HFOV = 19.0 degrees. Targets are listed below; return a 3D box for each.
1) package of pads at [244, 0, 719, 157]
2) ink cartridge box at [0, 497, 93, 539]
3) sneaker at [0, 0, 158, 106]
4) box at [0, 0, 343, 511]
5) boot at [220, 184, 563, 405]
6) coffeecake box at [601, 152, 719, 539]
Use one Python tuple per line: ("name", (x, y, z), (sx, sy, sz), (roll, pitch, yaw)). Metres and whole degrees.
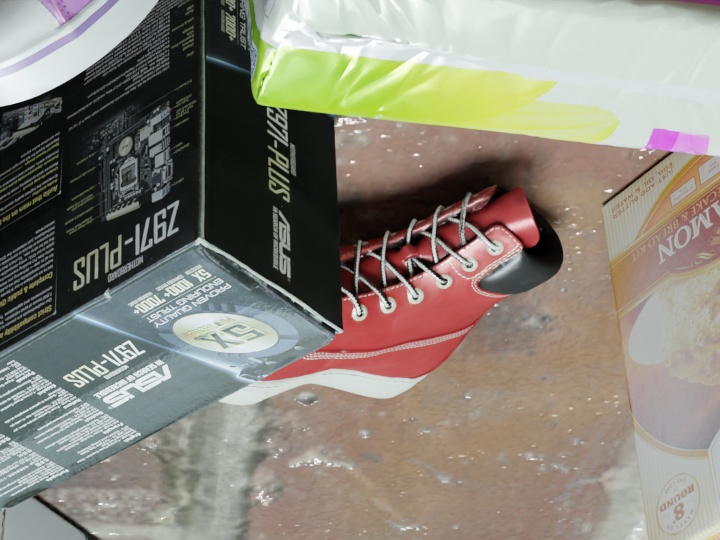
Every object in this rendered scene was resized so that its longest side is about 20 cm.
("package of pads", (0.053, -0.117, 0.801), (0.199, 0.155, 0.068), (6, 128, -15))
("ink cartridge box", (-0.208, 0.219, 1.277), (0.146, 0.083, 0.200), (-23, 138, 23))
("sneaker", (-0.098, -0.158, 0.731), (0.072, 0.201, 0.114), (16, 154, 37))
("box", (-0.110, -0.016, 0.912), (0.200, 0.164, 0.086), (-29, 135, 29))
("boot", (0.000, 0.000, 0.993), (0.200, 0.073, 0.144), (4, 147, -47))
("coffeecake box", (0.193, 0.023, 0.954), (0.073, 0.201, 0.153), (24, 135, -31))
